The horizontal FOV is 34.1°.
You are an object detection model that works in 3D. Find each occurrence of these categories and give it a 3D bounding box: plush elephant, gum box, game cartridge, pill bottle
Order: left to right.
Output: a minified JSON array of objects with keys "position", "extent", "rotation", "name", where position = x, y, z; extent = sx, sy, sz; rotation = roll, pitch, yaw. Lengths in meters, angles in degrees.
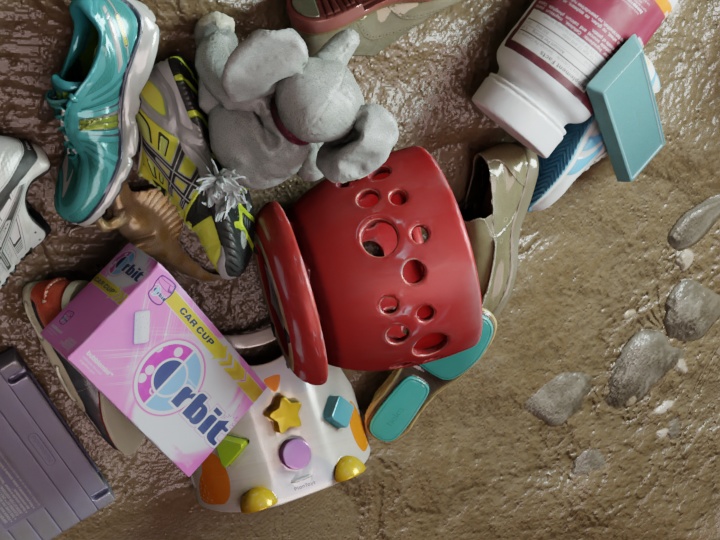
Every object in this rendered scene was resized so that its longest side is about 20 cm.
[{"position":[-0.342,0.184,1.141],"extent":[0.129,0.038,0.201],"rotation":[-28,123,-5],"name":"game cartridge"},{"position":[-0.182,0.088,1.079],"extent":[0.114,0.066,0.201],"rotation":[-47,130,-14],"name":"gum box"},{"position":[-0.056,-0.144,0.994],"extent":[0.154,0.201,0.165],"rotation":[-26,125,32],"name":"plush elephant"},{"position":[0.206,-0.218,1.144],"extent":[0.114,0.114,0.201],"rotation":[33,98,-33],"name":"pill bottle"}]

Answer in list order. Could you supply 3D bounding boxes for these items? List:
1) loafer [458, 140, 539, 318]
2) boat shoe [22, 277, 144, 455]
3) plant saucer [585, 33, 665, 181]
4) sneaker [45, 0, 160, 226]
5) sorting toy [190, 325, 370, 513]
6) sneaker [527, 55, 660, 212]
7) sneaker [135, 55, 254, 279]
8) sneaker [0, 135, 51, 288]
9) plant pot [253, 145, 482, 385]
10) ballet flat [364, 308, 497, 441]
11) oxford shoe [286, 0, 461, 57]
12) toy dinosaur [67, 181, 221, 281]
[{"position":[0.127,-0.040,1.224],"extent":[0.067,0.076,0.203],"rotation":[6,102,-26],"name":"loafer"},{"position":[-0.259,0.092,1.118],"extent":[0.062,0.071,0.202],"rotation":[0,127,23],"name":"boat shoe"},{"position":[0.270,-0.154,1.170],"extent":[0.070,0.019,0.200],"rotation":[-47,151,-3],"name":"plant saucer"},{"position":[-0.235,-0.138,0.997],"extent":[0.079,0.077,0.203],"rotation":[-1,107,-52],"name":"sneaker"},{"position":[-0.089,0.138,1.211],"extent":[0.198,0.107,0.182],"rotation":[-18,101,-16],"name":"sorting toy"},{"position":[0.237,-0.140,1.222],"extent":[0.080,0.077,0.201],"rotation":[27,105,-40],"name":"sneaker"},{"position":[-0.153,-0.086,1.053],"extent":[0.076,0.075,0.202],"rotation":[-19,93,14],"name":"sneaker"},{"position":[-0.316,-0.019,1.026],"extent":[0.087,0.076,0.202],"rotation":[4,113,-26],"name":"sneaker"},{"position":[0.000,0.000,1.110],"extent":[0.180,0.201,0.203],"rotation":[-15,120,-11],"name":"plant pot"},{"position":[0.070,0.099,1.248],"extent":[0.068,0.063,0.200],"rotation":[36,115,-13],"name":"ballet flat"},{"position":[0.023,-0.245,1.089],"extent":[0.198,0.071,0.075],"rotation":[-18,145,-15],"name":"oxford shoe"},{"position":[-0.201,-0.027,1.087],"extent":[0.101,0.058,0.201],"rotation":[-39,124,-4],"name":"toy dinosaur"}]
